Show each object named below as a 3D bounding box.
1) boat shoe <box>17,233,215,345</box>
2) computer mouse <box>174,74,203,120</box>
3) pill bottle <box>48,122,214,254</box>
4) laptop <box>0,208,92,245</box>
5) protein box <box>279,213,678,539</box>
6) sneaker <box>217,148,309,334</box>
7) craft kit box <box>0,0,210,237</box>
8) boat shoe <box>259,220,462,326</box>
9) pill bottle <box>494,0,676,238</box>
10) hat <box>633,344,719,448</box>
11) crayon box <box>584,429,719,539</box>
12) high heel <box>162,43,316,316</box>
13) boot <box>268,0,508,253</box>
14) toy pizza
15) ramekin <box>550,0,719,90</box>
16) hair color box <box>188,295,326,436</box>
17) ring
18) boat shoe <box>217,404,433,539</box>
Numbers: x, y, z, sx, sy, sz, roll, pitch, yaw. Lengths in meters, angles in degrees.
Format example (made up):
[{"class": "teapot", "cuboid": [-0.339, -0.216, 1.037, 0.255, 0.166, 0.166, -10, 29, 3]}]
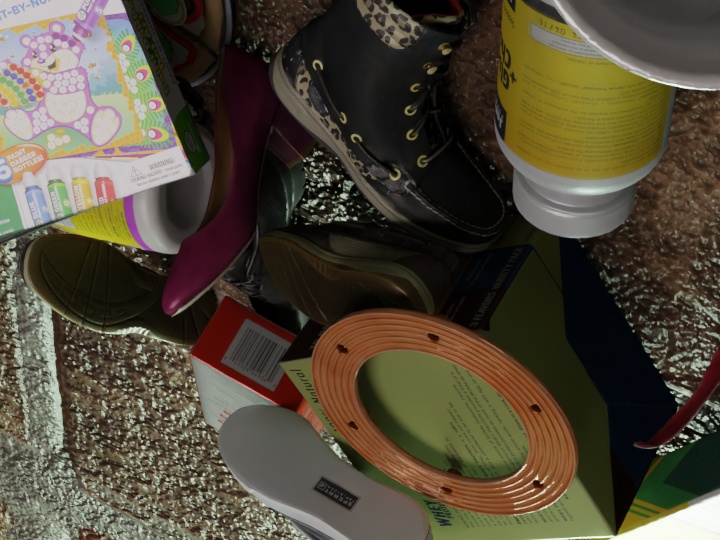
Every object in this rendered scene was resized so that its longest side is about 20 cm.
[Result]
[{"class": "boat shoe", "cuboid": [-0.210, 0.018, 1.454, 0.066, 0.073, 0.200, 4, 169, 44]}, {"class": "computer mouse", "cuboid": [-0.200, -0.183, 1.250, 0.137, 0.053, 0.202, 5, 125, 32]}, {"class": "pill bottle", "cuboid": [-0.215, -0.080, 1.385, 0.198, 0.105, 0.105, 12, 136, 28]}, {"class": "laptop", "cuboid": [-0.274, -0.129, 1.307, 0.198, 0.116, 0.189, -19, 108, 19]}, {"class": "protein box", "cuboid": [0.089, 0.085, 1.294, 0.199, 0.135, 0.199, -12, 122, 43]}, {"class": "sneaker", "cuboid": [-0.083, -0.012, 1.365, 0.075, 0.091, 0.201, 12, 137, 26]}, {"class": "craft kit box", "cuboid": [-0.230, -0.134, 1.209, 0.198, 0.049, 0.199, -17, 105, 18]}, {"class": "boat shoe", "cuboid": [0.000, 0.000, 1.244, 0.199, 0.065, 0.074, 19, 138, 52]}, {"class": "pill bottle", "cuboid": [0.139, -0.119, 1.067, 0.111, 0.112, 0.201, 21, 139, 19]}, {"class": "hat", "cuboid": [0.283, 0.012, 1.036, 0.164, 0.177, 0.201, 21, 140, 18]}, {"class": "crayon box", "cuboid": [0.255, 0.184, 1.300, 0.126, 0.051, 0.200, 22, 147, -25]}, {"class": "high heel", "cuboid": [-0.109, -0.065, 1.244, 0.096, 0.201, 0.067, 39, 148, -13]}, {"class": "boot", "cuboid": [0.042, -0.113, 1.175, 0.203, 0.074, 0.154, 42, 143, -1]}, {"class": "toy pizza", "cuboid": [-0.184, -0.211, 1.285, 0.198, 0.032, 0.202, 21, 139, 19]}, {"class": "ramekin", "cuboid": [0.180, -0.198, 0.900, 0.198, 0.098, 0.203, 1, 100, 5]}, {"class": "hair color box", "cuboid": [-0.080, 0.099, 1.447, 0.101, 0.062, 0.200, 29, 161, 8]}, {"class": "ring", "cuboid": [0.058, 0.096, 1.197, 0.199, 0.019, 0.202, 21, 142, 17]}, {"class": "boat shoe", "cuboid": [-0.025, 0.172, 1.314, 0.199, 0.072, 0.068, 26, 151, 29]}]
